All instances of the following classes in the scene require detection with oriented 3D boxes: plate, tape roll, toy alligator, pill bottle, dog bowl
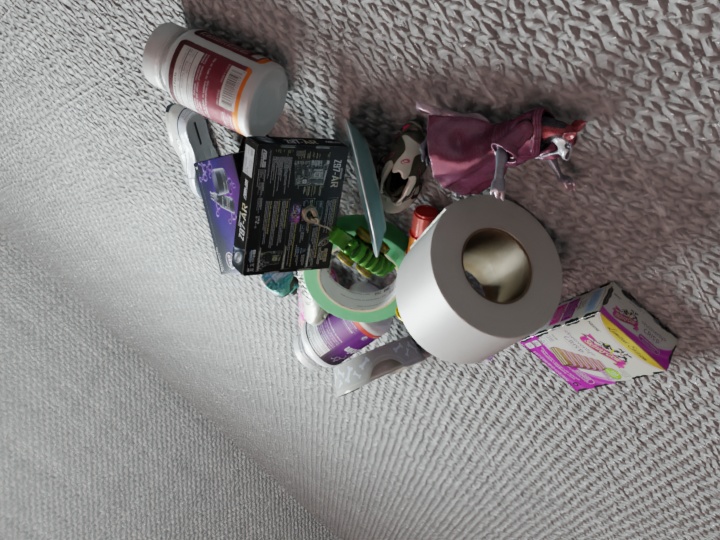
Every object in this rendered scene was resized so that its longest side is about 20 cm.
[{"bbox_3d":[0.011,-0.121,1.024,0.025,0.203,0.202,-13,142,0],"label":"plate"},{"bbox_3d":[0.000,0.000,1.226,0.196,0.049,0.203,5,130,5],"label":"tape roll"},{"bbox_3d":[-0.009,-0.035,1.104,0.198,0.060,0.054,32,-166,-35],"label":"toy alligator"},{"bbox_3d":[-0.039,0.115,1.398,0.112,0.113,0.199,43,122,-17],"label":"pill bottle"},{"bbox_3d":[-0.216,-0.284,1.052,0.197,0.115,0.115,27,152,16],"label":"pill bottle"},{"bbox_3d":[0.162,0.016,0.999,0.201,0.204,0.139,35,153,-2],"label":"tape roll"},{"bbox_3d":[0.033,0.194,1.451,0.060,0.197,0.200,67,154,10],"label":"dog bowl"}]

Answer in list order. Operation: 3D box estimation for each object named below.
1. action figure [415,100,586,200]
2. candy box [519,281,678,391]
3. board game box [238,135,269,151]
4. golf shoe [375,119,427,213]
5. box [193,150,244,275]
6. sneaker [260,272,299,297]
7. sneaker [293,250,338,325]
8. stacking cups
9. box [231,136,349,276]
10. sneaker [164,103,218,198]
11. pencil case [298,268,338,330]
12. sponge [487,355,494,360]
[{"bbox_3d":[0.180,-0.156,0.861,0.198,0.133,0.152,-15,84,41],"label":"action figure"},{"bbox_3d":[0.354,0.107,1.077,0.136,0.061,0.200,39,152,-6],"label":"candy box"},{"bbox_3d":[-0.178,-0.177,1.277,0.104,0.024,0.200,37,153,-4],"label":"board game box"},{"bbox_3d":[0.049,-0.130,1.025,0.076,0.089,0.201,30,154,4],"label":"golf shoe"},{"bbox_3d":[-0.202,-0.099,1.225,0.140,0.078,0.204,0,106,52],"label":"box"},{"bbox_3d":[-0.147,0.015,1.393,0.092,0.077,0.201,60,-178,-23],"label":"sneaker"},{"bbox_3d":[-0.091,0.010,1.316,0.075,0.080,0.204,29,122,42],"label":"sneaker"},{"bbox_3d":[0.098,-0.007,1.139,0.060,0.061,0.203,24,130,20],"label":"stacking cups"},{"bbox_3d":[-0.107,-0.098,1.081,0.043,0.158,0.204,36,123,47],"label":"box"},{"bbox_3d":[-0.311,-0.224,1.314,0.070,0.073,0.202,32,145,25],"label":"sneaker"},{"bbox_3d":[-0.088,0.065,1.488,0.086,0.088,0.201,29,151,10],"label":"pencil case"},{"bbox_3d":[0.166,0.077,1.149,0.111,0.030,0.200,37,-169,-1],"label":"sponge"}]
